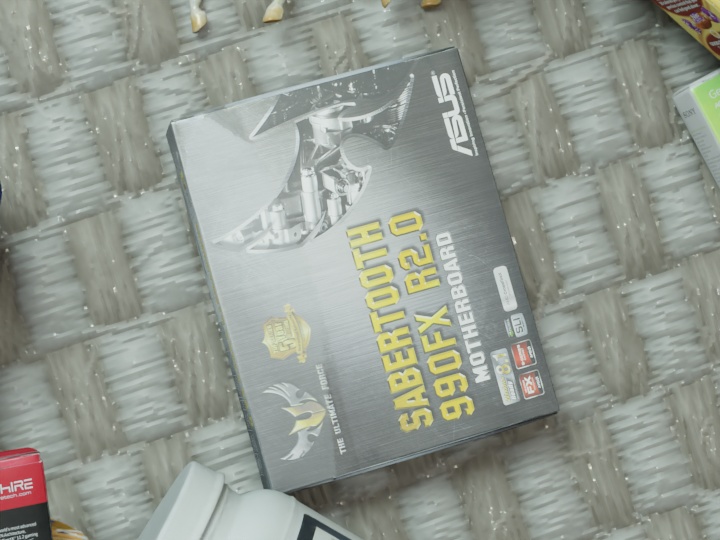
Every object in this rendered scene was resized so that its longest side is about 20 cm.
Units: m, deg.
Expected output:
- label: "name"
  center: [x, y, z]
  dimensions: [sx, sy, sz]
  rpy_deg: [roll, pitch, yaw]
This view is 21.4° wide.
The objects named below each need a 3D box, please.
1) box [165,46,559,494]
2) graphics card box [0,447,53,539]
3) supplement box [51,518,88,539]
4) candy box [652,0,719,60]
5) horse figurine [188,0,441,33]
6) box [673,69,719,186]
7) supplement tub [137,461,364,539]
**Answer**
- label: "box"
  center: [0.000, 0.000, 0.992]
  dimensions: [0.158, 0.048, 0.201]
  rpy_deg: [-15, 88, -10]
- label: "graphics card box"
  center: [-0.194, 0.189, 0.862]
  dimensions: [0.125, 0.051, 0.201]
  rpy_deg: [-9, 93, -23]
- label: "supplement box"
  center: [-0.189, 0.218, 0.928]
  dimensions: [0.066, 0.069, 0.201]
  rpy_deg: [12, 88, -26]
- label: "candy box"
  center: [0.206, -0.171, 0.972]
  dimensions: [0.200, 0.056, 0.117]
  rpy_deg: [38, 80, -12]
- label: "horse figurine"
  center: [-0.022, -0.200, 1.004]
  dimensions: [0.199, 0.050, 0.133]
  rpy_deg: [-7, 92, -8]
- label: "box"
  center: [0.279, -0.043, 1.040]
  dimensions: [0.144, 0.036, 0.201]
  rpy_deg: [-28, 92, -10]
- label: "supplement tub"
  center: [-0.027, 0.195, 0.927]
  dimensions: [0.200, 0.140, 0.141]
  rpy_deg: [31, 82, -5]
